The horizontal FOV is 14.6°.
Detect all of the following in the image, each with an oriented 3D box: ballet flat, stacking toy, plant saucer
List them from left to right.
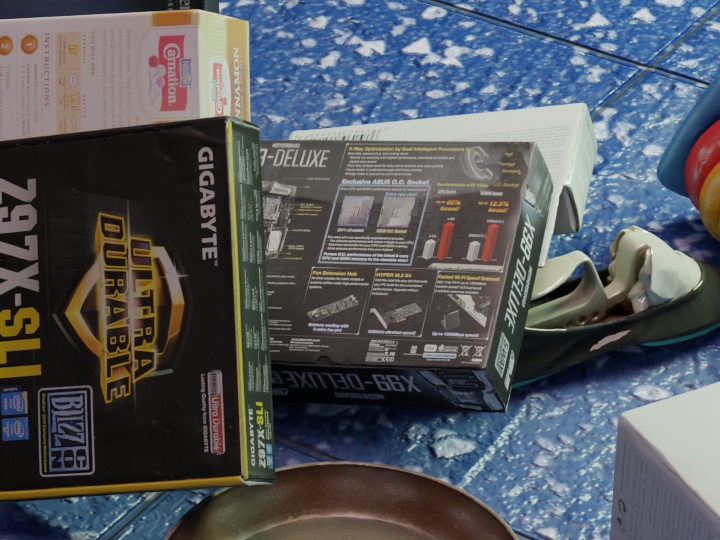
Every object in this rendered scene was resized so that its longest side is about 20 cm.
[{"bbox_3d":[-0.010,0.172,1.475,0.200,0.032,0.200,0,35,0],"label":"plant saucer"},{"bbox_3d":[0.149,0.017,1.674,0.200,0.068,0.068,-18,37,-26],"label":"ballet flat"},{"bbox_3d":[0.267,-0.019,1.718,0.116,0.110,0.200,10,42,-23],"label":"stacking toy"}]

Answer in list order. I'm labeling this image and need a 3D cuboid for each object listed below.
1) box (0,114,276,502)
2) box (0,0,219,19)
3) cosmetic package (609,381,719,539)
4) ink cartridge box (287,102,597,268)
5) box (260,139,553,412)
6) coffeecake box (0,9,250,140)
[{"bbox_3d":[-0.131,0.023,1.533,0.159,0.200,0.049,-5,-7,22],"label":"box"},{"bbox_3d":[-0.188,-0.127,1.768,0.198,0.200,0.123,0,33,-1],"label":"box"},{"bbox_3d":[0.263,0.147,1.432,0.199,0.123,0.200,-15,36,-22],"label":"cosmetic package"},{"bbox_3d":[0.037,-0.032,1.732,0.200,0.044,0.174,-5,37,18],"label":"ink cartridge box"},{"bbox_3d":[0.000,0.000,1.630,0.200,0.050,0.158,1,57,20],"label":"box"},{"bbox_3d":[-0.167,-0.067,1.620,0.200,0.154,0.073,-1,0,22],"label":"coffeecake box"}]
